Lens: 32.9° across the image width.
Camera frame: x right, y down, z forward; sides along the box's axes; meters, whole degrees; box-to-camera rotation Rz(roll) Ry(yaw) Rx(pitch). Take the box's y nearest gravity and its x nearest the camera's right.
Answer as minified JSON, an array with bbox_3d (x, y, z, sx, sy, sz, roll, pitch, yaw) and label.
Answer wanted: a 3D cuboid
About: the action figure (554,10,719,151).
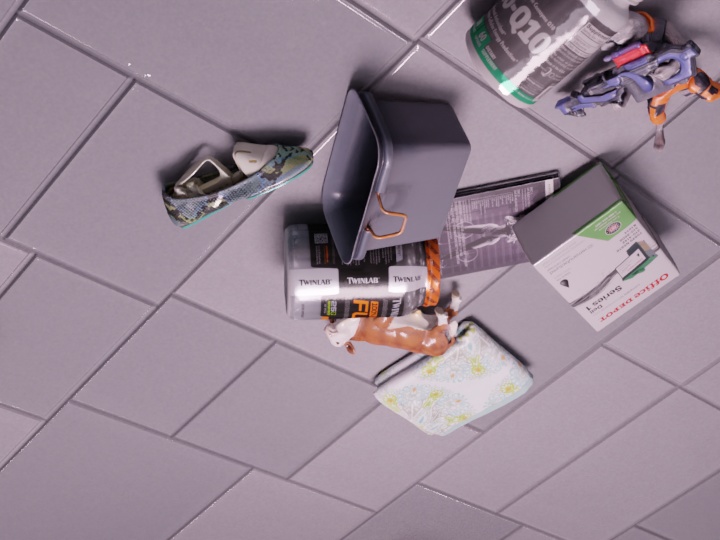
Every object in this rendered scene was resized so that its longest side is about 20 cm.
[{"bbox_3d":[0.334,-0.230,1.443,0.198,0.106,0.193,-11,137,41],"label":"action figure"}]

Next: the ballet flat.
[{"bbox_3d":[-0.154,-0.115,1.470,0.198,0.075,0.074,-25,136,11],"label":"ballet flat"}]

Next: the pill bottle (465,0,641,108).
[{"bbox_3d":[0.219,-0.281,1.326,0.112,0.114,0.200,28,125,-34],"label":"pill bottle"}]

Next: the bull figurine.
[{"bbox_3d":[0.048,0.070,1.704,0.197,0.066,0.122,9,138,-21],"label":"bull figurine"}]

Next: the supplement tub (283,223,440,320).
[{"bbox_3d":[0.000,0.000,1.573,0.196,0.124,0.124,-2,138,-5],"label":"supplement tub"}]

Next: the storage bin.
[{"bbox_3d":[0.048,-0.109,1.470,0.132,0.147,0.202,-5,139,-20],"label":"storage bin"}]

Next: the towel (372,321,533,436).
[{"bbox_3d":[0.139,0.171,1.846,0.199,0.049,0.171,-33,134,23],"label":"towel"}]

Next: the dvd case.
[{"bbox_3d":[0.171,-0.056,1.630,0.196,0.016,0.150,-11,136,1],"label":"dvd case"}]

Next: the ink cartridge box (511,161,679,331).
[{"bbox_3d":[0.317,-0.027,1.623,0.145,0.085,0.200,-37,134,15],"label":"ink cartridge box"}]
